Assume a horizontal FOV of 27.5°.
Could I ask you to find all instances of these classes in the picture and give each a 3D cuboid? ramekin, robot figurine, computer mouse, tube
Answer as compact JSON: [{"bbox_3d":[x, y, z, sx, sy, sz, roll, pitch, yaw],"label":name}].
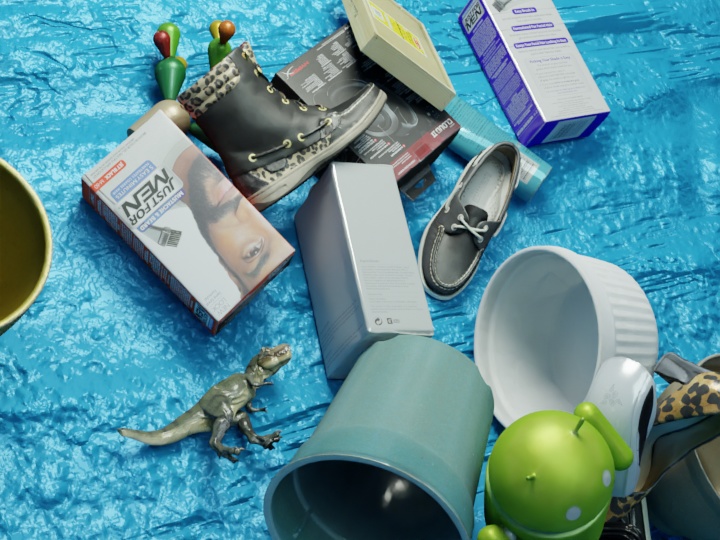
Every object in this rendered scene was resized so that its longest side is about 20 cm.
[{"bbox_3d":[0.220,0.077,1.545,0.104,0.200,0.202,4,58,-36],"label":"ramekin"},{"bbox_3d":[0.171,0.203,1.351,0.115,0.201,0.176,36,67,21],"label":"robot figurine"},{"bbox_3d":[0.234,0.181,1.425,0.109,0.202,0.044,18,21,34],"label":"computer mouse"},{"bbox_3d":[0.132,-0.159,1.740,0.199,0.050,0.078,37,52,2],"label":"tube"}]

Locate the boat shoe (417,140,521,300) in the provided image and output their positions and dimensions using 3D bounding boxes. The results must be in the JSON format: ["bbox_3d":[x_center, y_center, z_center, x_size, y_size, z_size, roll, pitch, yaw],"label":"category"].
[{"bbox_3d":[0.126,-0.059,1.646,0.074,0.060,0.201,34,64,-5],"label":"boat shoe"}]

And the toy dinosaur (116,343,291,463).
[{"bbox_3d":[-0.129,0.142,1.415,0.199,0.048,0.088,-29,62,-37],"label":"toy dinosaur"}]

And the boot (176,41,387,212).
[{"bbox_3d":[-0.081,-0.171,1.524,0.200,0.073,0.151,-41,98,-17],"label":"boot"}]

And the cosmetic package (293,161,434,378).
[{"bbox_3d":[0.000,0.000,1.529,0.080,0.113,0.202,3,61,-26],"label":"cosmetic package"}]

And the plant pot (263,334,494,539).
[{"bbox_3d":[0.035,0.178,1.393,0.199,0.201,0.197,32,44,-5],"label":"plant pot"}]

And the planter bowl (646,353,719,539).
[{"bbox_3d":[0.368,0.205,1.564,0.199,0.134,0.202,20,55,-31],"label":"planter bowl"}]

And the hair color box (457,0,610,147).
[{"bbox_3d":[0.214,-0.257,1.831,0.108,0.065,0.202,-11,68,-31],"label":"hair color box"}]

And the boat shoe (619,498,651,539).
[{"bbox_3d":[0.251,0.260,1.519,0.066,0.074,0.201,4,68,-39],"label":"boat shoe"}]

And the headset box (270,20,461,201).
[{"bbox_3d":[0.005,-0.164,1.655,0.200,0.077,0.149,45,51,4],"label":"headset box"}]

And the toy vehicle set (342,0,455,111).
[{"bbox_3d":[0.038,-0.269,1.693,0.124,0.027,0.201,34,21,-27],"label":"toy vehicle set"}]

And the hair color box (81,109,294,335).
[{"bbox_3d":[-0.174,-0.048,1.478,0.200,0.064,0.111,46,73,4],"label":"hair color box"}]

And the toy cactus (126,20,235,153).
[{"bbox_3d":[-0.172,-0.177,1.573,0.165,0.102,0.201,-36,90,-28],"label":"toy cactus"}]

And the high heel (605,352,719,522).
[{"bbox_3d":[0.292,0.182,1.427,0.071,0.142,0.201,26,92,-20],"label":"high heel"}]

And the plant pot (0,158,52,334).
[{"bbox_3d":[-0.386,0.002,1.296,0.198,0.142,0.202,13,56,-20],"label":"plant pot"}]
